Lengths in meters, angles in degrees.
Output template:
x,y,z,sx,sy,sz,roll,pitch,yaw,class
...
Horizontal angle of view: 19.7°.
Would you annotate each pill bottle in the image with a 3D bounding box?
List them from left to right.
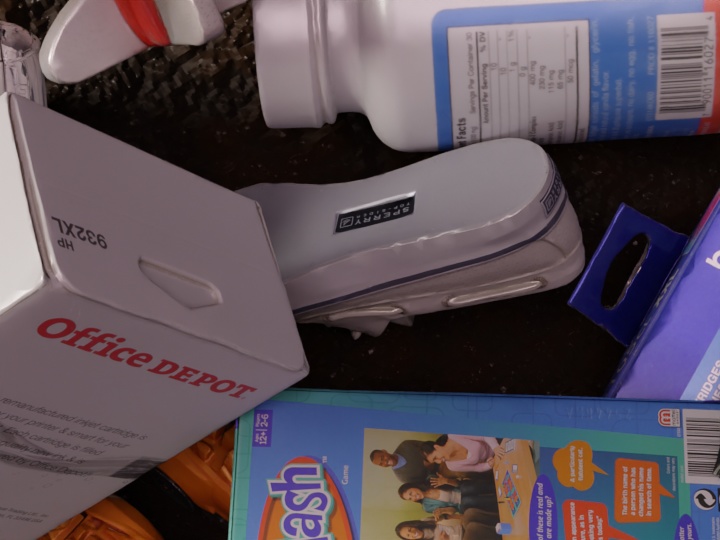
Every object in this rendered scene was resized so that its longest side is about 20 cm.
x,y,z,sx,sy,sz,roll,pitch,yaw,class
0.057,-0.107,0.873,0.200,0.112,0.112,-2,84,3,pill bottle

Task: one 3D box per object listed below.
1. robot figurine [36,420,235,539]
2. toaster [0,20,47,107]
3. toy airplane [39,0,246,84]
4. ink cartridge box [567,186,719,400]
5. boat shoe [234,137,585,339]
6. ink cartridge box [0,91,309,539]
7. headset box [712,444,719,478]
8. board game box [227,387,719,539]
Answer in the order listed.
x,y,z,sx,sy,sz,roll,pitch,yaw,class
-0.047,0.123,0.850,0.200,0.058,0.145,33,69,26,robot figurine
-0.197,-0.041,0.856,0.129,0.200,0.114,-3,83,-14,toaster
-0.103,-0.172,0.775,0.199,0.141,0.200,19,71,-15,toy airplane
0.185,0.044,0.870,0.200,0.076,0.137,29,87,7,ink cartridge box
0.000,0.000,0.885,0.200,0.070,0.071,-14,42,21,boat shoe
-0.143,0.035,0.777,0.200,0.145,0.084,-32,59,25,ink cartridge box
0.241,0.014,0.776,0.174,0.093,0.200,19,64,1,headset box
0.048,0.122,0.782,0.200,0.045,0.152,3,64,1,board game box
